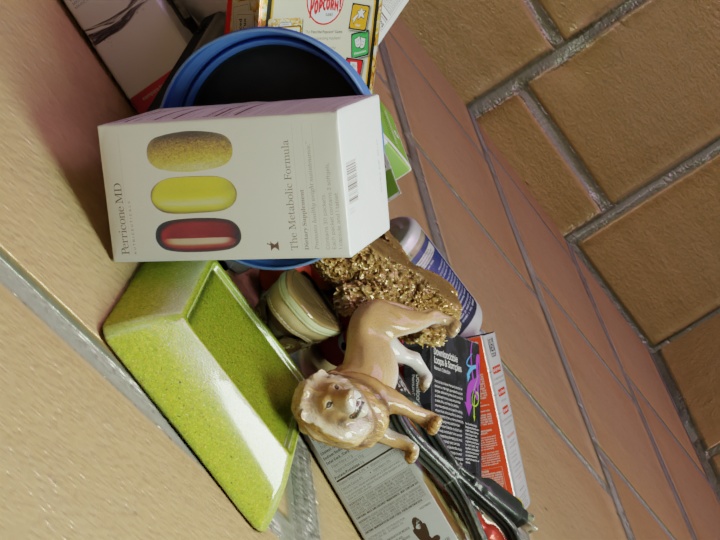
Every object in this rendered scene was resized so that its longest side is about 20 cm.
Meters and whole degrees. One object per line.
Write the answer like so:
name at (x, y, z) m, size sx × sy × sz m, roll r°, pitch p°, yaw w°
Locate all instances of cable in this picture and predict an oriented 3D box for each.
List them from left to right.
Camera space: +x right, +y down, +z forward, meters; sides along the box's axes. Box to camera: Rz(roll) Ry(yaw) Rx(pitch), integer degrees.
cable at (0.083, 0.195, 1.214) m, size 0.200 × 0.050 × 0.097 m, roll 40°, pitch 39°, yaw -16°

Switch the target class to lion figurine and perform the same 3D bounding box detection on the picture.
lion figurine at (0.011, 0.081, 1.154) m, size 0.122 × 0.073 × 0.201 m, roll 29°, pitch 35°, yaw -11°

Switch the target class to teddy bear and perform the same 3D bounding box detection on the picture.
teddy bear at (0.000, 0.000, 1.268) m, size 0.199 × 0.067 × 0.145 m, roll 30°, pitch 21°, yaw -34°

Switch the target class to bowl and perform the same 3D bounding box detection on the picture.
bowl at (-0.073, -0.102, 1.159) m, size 0.201 × 0.200 × 0.039 m, roll 57°, pitch 22°, yaw -2°

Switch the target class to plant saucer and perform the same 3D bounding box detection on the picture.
plant saucer at (-0.105, 0.077, 1.101) m, size 0.200 × 0.048 × 0.200 m, roll 54°, pitch 15°, yaw -14°

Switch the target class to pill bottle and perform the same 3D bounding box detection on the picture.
pill bottle at (0.075, 0.044, 1.641) m, size 0.200 × 0.111 × 0.111 m, roll 51°, pitch 15°, yaw -20°

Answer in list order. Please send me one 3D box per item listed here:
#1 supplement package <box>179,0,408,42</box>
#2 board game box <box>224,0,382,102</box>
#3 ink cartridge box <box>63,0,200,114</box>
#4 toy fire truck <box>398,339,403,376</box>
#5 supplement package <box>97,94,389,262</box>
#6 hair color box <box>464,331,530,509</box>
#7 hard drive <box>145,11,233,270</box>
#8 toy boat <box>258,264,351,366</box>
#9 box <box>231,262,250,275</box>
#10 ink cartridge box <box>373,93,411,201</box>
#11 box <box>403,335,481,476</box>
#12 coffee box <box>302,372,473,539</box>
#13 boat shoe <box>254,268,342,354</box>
supplement package at (-0.052, -0.298, 1.336) m, size 0.151 × 0.201 × 0.151 m, roll 23°, pitch -15°, yaw 43°
board game box at (-0.053, -0.174, 1.237) m, size 0.151 × 0.202 × 0.046 m, roll -9°, pitch 23°, yaw -44°
ink cartridge box at (-0.207, -0.243, 1.368) m, size 0.201 × 0.083 × 0.145 m, roll 57°, pitch 15°, yaw -5°
toy fire truck at (0.024, 0.088, 1.504) m, size 0.201 × 0.049 × 0.141 m, roll 54°, pitch 15°, yaw -10°
supplement package at (-0.089, -0.072, 1.091) m, size 0.109 × 0.198 × 0.115 m, roll -37°, pitch 123°, yaw -68°
hair color box at (0.135, 0.173, 1.541) m, size 0.101 × 0.061 × 0.202 m, roll 2°, pitch 77°, yaw -76°
hard drive at (-0.132, -0.117, 1.264) m, size 0.140 × 0.033 × 0.201 m, roll 49°, pitch 48°, yaw -31°
toy boat at (-0.044, 0.002, 1.376) m, size 0.130 × 0.131 × 0.201 m, roll -11°, pitch 64°, yaw -42°
box at (-0.122, -0.071, 1.377) m, size 0.041 × 0.039 × 0.201 m, roll 50°, pitch 16°, yaw -32°
ink cartridge box at (-0.019, -0.094, 1.552) m, size 0.076 × 0.147 × 0.201 m, roll 45°, pitch 20°, yaw -42°
box at (0.084, 0.162, 1.402) m, size 0.143 × 0.036 × 0.202 m, roll 26°, pitch 63°, yaw -63°
coffee box at (0.030, 0.182, 1.260) m, size 0.201 × 0.079 × 0.114 m, roll 59°, pitch 14°, yaw 7°
boat shoe at (-0.060, 0.044, 1.223) m, size 0.074 × 0.066 × 0.200 m, roll 51°, pitch 1°, yaw 3°
